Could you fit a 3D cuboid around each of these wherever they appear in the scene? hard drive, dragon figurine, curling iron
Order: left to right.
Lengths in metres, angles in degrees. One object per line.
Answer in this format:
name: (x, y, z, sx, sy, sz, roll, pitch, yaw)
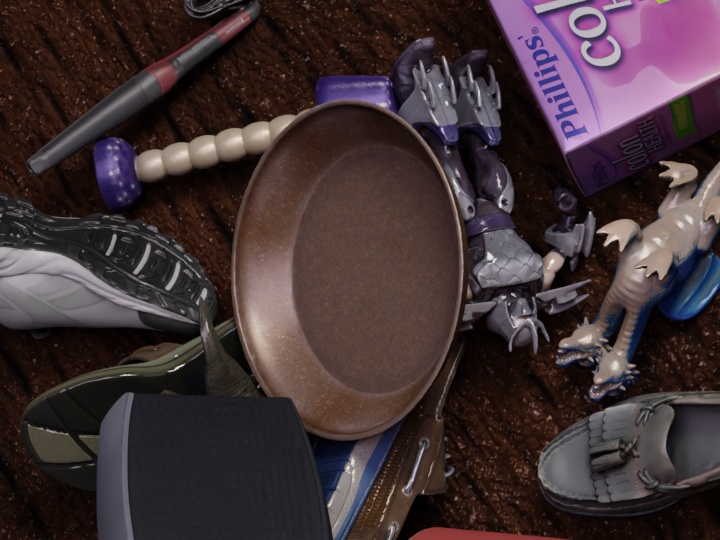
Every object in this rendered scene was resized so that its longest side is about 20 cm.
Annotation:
curling iron: (-0.141, -0.128, 1.647, 0.050, 0.026, 0.200, 40, 73, 15)
hard drive: (-0.079, 0.144, 1.423, 0.134, 0.043, 0.201, 3, 40, -12)
dragon figurine: (0.190, -0.010, 1.538, 0.059, 0.100, 0.200, 35, 67, 21)

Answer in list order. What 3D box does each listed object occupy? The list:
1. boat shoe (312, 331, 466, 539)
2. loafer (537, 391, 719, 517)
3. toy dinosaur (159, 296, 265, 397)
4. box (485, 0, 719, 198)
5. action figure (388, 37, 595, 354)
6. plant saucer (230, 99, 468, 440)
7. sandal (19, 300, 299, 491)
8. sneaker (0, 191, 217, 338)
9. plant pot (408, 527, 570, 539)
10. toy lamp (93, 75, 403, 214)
boat shoe: (0.015, 0.113, 1.541, 0.072, 0.072, 0.201, -8, 43, 54)
loafer: (0.198, 0.099, 1.505, 0.198, 0.063, 0.072, -11, 73, 11)
toy dinosaur: (-0.084, 0.120, 1.550, 0.077, 0.102, 0.202, -23, 73, 52)
box: (0.184, -0.176, 1.565, 0.199, 0.097, 0.177, -26, 71, 6)
action figure: (0.074, -0.040, 1.553, 0.069, 0.129, 0.201, -42, 60, 49)
plant saucer: (0.000, 0.000, 1.508, 0.200, 0.036, 0.202, -1, 88, 45)
sandal: (-0.116, 0.078, 1.594, 0.200, 0.057, 0.080, -22, 109, -9)
sneaker: (-0.187, 0.008, 1.629, 0.199, 0.080, 0.074, 14, 34, 5)
plant pot: (0.099, 0.238, 1.435, 0.176, 0.200, 0.202, 15, 79, 25)
toy lamp: (-0.070, -0.084, 1.626, 0.198, 0.058, 0.059, -11, 73, 12)
